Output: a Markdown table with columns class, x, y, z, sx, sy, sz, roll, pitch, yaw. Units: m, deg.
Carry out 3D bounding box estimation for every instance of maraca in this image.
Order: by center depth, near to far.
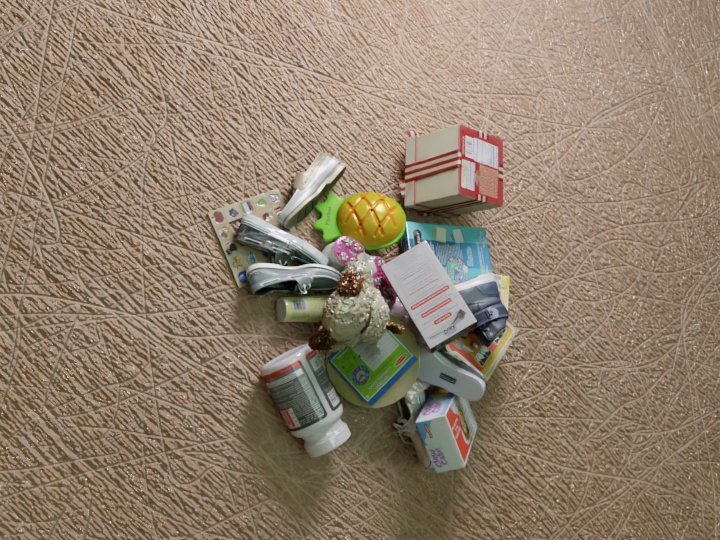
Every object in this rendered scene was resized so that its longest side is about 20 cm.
| class | x | y | z | sx | sy | sz | roll | pitch | yaw |
| --- | --- | --- | --- | --- | --- | --- | --- | --- | --- |
| maraca | -0.001 | -0.109 | 1.539 | 0.199 | 0.107 | 0.137 | 5 | 64 | -1 |

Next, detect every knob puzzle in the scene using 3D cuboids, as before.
| class | x | y | z | sx | sy | sz | roll | pitch | yaw |
| --- | --- | --- | --- | --- | --- | --- | --- | --- | --- |
| knob puzzle | 0.243 | 0.119 | 1.573 | 0.219 | 0.030 | 0.220 | 13 | 55 | -20 |

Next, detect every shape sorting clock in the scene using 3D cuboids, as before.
| class | x | y | z | sx | sy | sz | roll | pitch | yaw |
| --- | --- | --- | --- | --- | --- | --- | --- | --- | --- |
| shape sorting clock | 0.026 | 0.184 | 1.479 | 0.199 | 0.039 | 0.201 | -3 | 78 | 15 |

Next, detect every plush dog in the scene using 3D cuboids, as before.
| class | x | y | z | sx | sy | sz | roll | pitch | yaw |
| --- | --- | --- | --- | --- | --- | --- | --- | --- | --- |
| plush dog | -0.015 | 0.089 | 1.379 | 0.172 | 0.160 | 0.200 | 10 | 104 | -61 |

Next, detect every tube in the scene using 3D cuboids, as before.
| class | x | y | z | sx | sy | sz | roll | pitch | yaw |
| --- | --- | --- | --- | --- | --- | --- | --- | --- | --- |
| tube | -0.079 | 0.081 | 1.493 | 0.200 | 0.058 | 0.052 | -1 | 46 | -32 |

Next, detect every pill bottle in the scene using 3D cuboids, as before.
| class | x | y | z | sx | sy | sz | roll | pitch | yaw |
| --- | --- | --- | --- | --- | --- | --- | --- | --- | --- |
| pill bottle | -0.105 | 0.257 | 1.405 | 0.116 | 0.116 | 0.200 | -28 | 93 | -28 |

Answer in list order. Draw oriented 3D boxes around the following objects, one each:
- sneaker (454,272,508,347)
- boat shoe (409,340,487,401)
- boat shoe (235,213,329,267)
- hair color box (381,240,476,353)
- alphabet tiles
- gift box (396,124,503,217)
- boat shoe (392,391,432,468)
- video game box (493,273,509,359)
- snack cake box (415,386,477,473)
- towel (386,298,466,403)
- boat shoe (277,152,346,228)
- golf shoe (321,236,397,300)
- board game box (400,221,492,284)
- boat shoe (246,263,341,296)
| class | x | y | z | sx | sy | sz | roll | pitch | yaw |
| --- | --- | --- | --- | --- | --- | --- | --- | --- | --- |
| sneaker | 0.215 | 0.103 | 1.511 | 0.202 | 0.077 | 0.147 | -19 | 76 | -3 |
| boat shoe | 0.174 | 0.201 | 1.490 | 0.200 | 0.068 | 0.072 | 25 | 109 | 13 |
| boat shoe | -0.164 | -0.041 | 1.460 | 0.200 | 0.072 | 0.071 | 26 | 78 | -9 |
| hair color box | 0.140 | 0.054 | 1.457 | 0.111 | 0.064 | 0.200 | -30 | 72 | 1 |
| alphabet tiles | -0.204 | -0.054 | 1.477 | 0.167 | 0.008 | 0.200 | -23 | 91 | -29 |
| gift box | 0.193 | -0.228 | 1.606 | 0.200 | 0.186 | 0.185 | 14 | 75 | -39 |
| boat shoe | 0.104 | 0.326 | 1.520 | 0.086 | 0.075 | 0.203 | -8 | 81 | -28 |
| video game box | 0.257 | 0.096 | 1.656 | 0.182 | 0.047 | 0.201 | 12 | 75 | -20 |
| snack cake box | 0.185 | 0.323 | 1.491 | 0.115 | 0.067 | 0.200 | 70 | 20 | -5 |
| towel | 0.111 | 0.154 | 1.543 | 0.191 | 0.032 | 0.200 | -34 | 80 | -25 |
| boat shoe | -0.116 | -0.172 | 1.514 | 0.068 | 0.075 | 0.200 | 38 | 62 | 5 |
| golf shoe | 0.000 | 0.000 | 1.530 | 0.200 | 0.091 | 0.075 | 40 | 57 | -27 |
| board game box | 0.194 | -0.027 | 1.605 | 0.199 | 0.047 | 0.151 | 3 | 65 | -17 |
| boat shoe | -0.131 | 0.029 | 1.445 | 0.199 | 0.073 | 0.062 | 4 | 50 | -19 |
